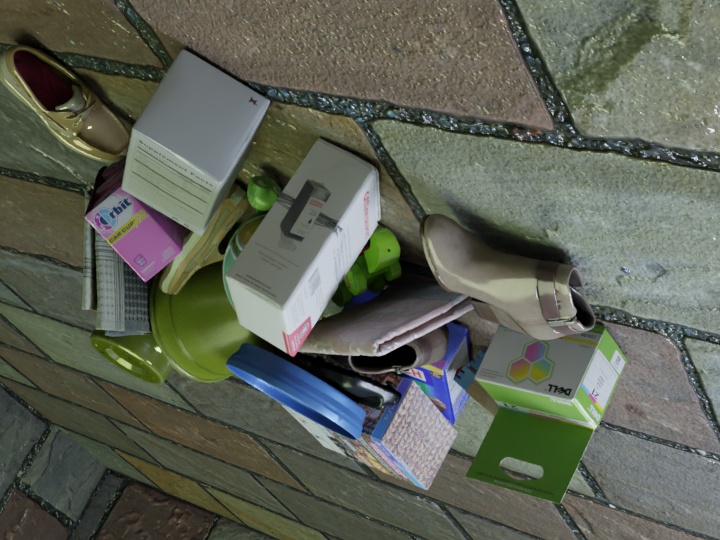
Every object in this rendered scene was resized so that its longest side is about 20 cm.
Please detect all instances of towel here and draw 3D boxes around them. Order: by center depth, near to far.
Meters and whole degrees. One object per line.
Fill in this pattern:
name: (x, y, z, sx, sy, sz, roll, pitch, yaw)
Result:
towel: (0.029, 0.058, 1.615, 0.199, 0.190, 0.033, -4, 108, 56)
towel: (-0.324, -0.008, 1.815, 0.034, 0.202, 0.192, -6, 173, 20)

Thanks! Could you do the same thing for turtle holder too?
turtle holder: (-0.100, -0.014, 1.643, 0.140, 0.187, 0.132, 20, -171, -5)

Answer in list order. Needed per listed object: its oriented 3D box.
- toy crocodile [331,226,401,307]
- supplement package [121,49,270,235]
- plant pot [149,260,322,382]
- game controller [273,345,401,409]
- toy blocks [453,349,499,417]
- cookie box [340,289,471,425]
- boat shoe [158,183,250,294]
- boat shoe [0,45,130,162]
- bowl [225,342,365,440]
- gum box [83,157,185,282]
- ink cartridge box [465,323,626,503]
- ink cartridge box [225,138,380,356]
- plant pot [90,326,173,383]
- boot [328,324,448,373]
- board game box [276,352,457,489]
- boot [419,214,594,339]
toy crocodile: (0.000, 0.000, 1.663, 0.062, 0.067, 0.200, 66, 160, 6)
supplement package: (-0.194, -0.143, 1.511, 0.117, 0.118, 0.200, 31, 159, -4)
plant pot: (-0.158, 0.047, 1.836, 0.192, 0.202, 0.200, -11, 137, 43)
game controller: (-0.034, 0.134, 1.701, 0.104, 0.042, 0.199, 37, 166, -34)
toy blocks: (0.193, 0.165, 1.753, 0.137, 0.100, 0.200, 40, -175, 37)
cookie box: (0.065, 0.118, 1.832, 0.170, 0.076, 0.200, 23, 158, 19)
boat shoe: (-0.202, -0.033, 1.738, 0.076, 0.072, 0.201, 26, 128, -11)
boat shoe: (-0.370, -0.209, 1.651, 0.199, 0.074, 0.069, 37, 164, -17)
bowl: (-0.081, 0.157, 1.712, 0.199, 0.040, 0.201, 29, 169, 6)
gum box: (-0.287, -0.081, 1.701, 0.114, 0.066, 0.200, 49, -170, -20)
ink cartridge box: (0.207, 0.158, 1.558, 0.147, 0.201, 0.076, 9, 152, 41)
ink cartridge box: (-0.061, -0.026, 1.488, 0.084, 0.201, 0.146, 29, 160, 14)
plant pot: (-0.308, 0.059, 2.001, 0.199, 0.194, 0.201, 25, 159, 10)
boot: (0.019, 0.098, 1.660, 0.198, 0.071, 0.146, -14, -175, 25)
board game box: (0.010, 0.208, 1.868, 0.199, 0.097, 0.160, 16, 157, 38)
boot: (0.169, 0.005, 1.444, 0.145, 0.071, 0.200, 2, 147, 39)
